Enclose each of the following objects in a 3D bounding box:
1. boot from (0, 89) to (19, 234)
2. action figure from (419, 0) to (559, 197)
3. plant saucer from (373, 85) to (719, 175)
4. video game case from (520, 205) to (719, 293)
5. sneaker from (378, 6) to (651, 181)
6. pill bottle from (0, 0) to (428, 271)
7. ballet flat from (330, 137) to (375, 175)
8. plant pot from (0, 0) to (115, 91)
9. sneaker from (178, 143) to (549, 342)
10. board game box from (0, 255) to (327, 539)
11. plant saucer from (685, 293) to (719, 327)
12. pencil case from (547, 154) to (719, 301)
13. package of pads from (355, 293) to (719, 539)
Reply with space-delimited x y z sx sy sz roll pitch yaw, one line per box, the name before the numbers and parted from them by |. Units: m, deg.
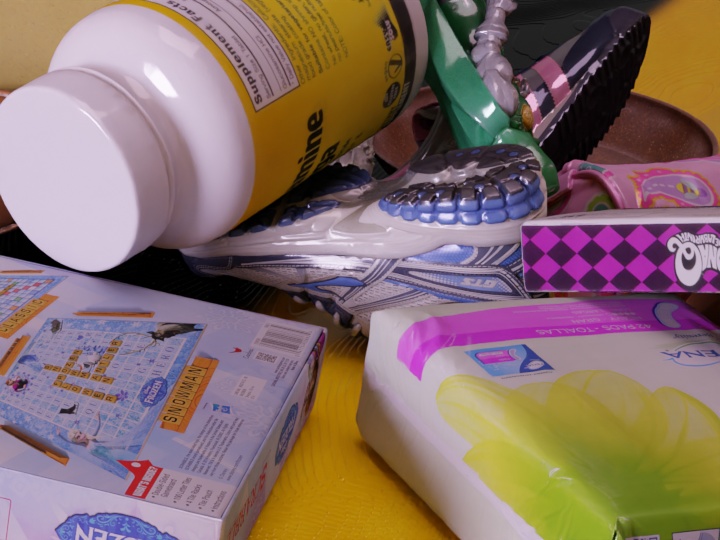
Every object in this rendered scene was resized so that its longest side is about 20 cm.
boot | -0.225 -0.046 0.967 0.199 0.077 0.155 4 4 -2
action figure | 0.054 -0.102 1.073 0.054 0.118 0.200 -16 49 -3
plant saucer | 0.100 -0.061 1.250 0.199 0.037 0.201 1 23 -1
video game case | 0.200 -0.011 0.957 0.199 0.036 0.181 0 4 38
sneaker | 0.074 -0.080 1.144 0.082 0.070 0.200 28 55 24
pill bottle | -0.067 -0.079 0.995 0.112 0.113 0.200 22 38 29
ballet flat | -0.026 -0.087 1.217 0.071 0.072 0.200 8 20 -7
plant pot | -0.155 -0.128 1.133 0.176 0.201 0.200 30 26 20
sneaker | 0.000 0.000 1.023 0.199 0.085 0.077 -2 25 37
board game box | -0.128 0.051 0.857 0.199 0.041 0.200 13 19 6
plant saucer | 0.235 0.022 1.022 0.199 0.038 0.200 -3 3 0
pencil case | 0.179 -0.023 1.142 0.199 0.088 0.087 -9 27 -37
package of pads | 0.109 0.075 0.872 0.154 0.068 0.200 -1 24 -26
